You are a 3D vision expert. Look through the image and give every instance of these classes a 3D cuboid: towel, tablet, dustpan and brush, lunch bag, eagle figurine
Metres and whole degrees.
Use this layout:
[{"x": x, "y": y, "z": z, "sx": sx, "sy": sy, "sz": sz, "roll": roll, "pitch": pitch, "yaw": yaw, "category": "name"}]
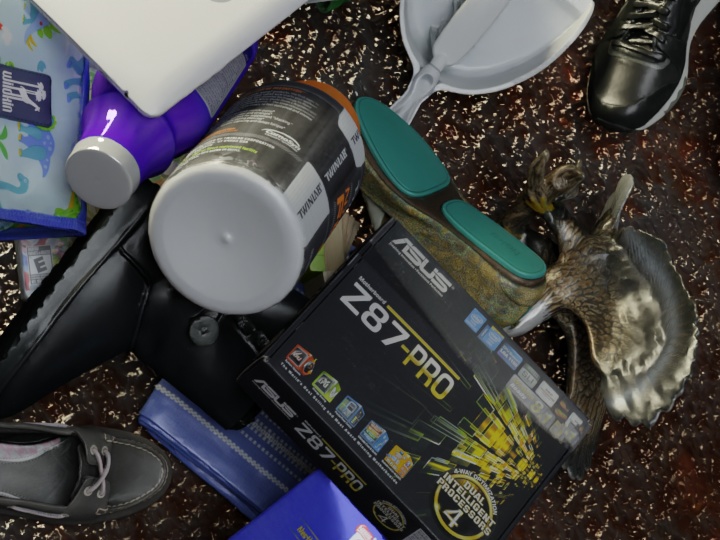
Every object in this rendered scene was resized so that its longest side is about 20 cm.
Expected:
[{"x": -0.049, "y": 0.072, "z": 1.678, "sx": 0.145, "sy": 0.024, "sz": 0.200, "roll": 39, "pitch": 70, "yaw": -10, "category": "towel"}, {"x": -0.107, "y": -0.198, "z": 1.559, "sx": 0.200, "sy": 0.014, "sz": 0.130, "roll": -40, "pitch": 77, "yaw": -22, "category": "tablet"}, {"x": 0.064, "y": -0.160, "z": 1.723, "sx": 0.139, "sy": 0.057, "sz": 0.200, "roll": 38, "pitch": 96, "yaw": -10, "category": "dustpan and brush"}, {"x": -0.274, "y": -0.107, "z": 1.552, "sx": 0.199, "sy": 0.127, "sz": 0.171, "roll": 3, "pitch": 81, "yaw": -17, "category": "lunch bag"}, {"x": 0.161, "y": 0.030, "z": 1.697, "sx": 0.151, "sy": 0.152, "sz": 0.201, "roll": -35, "pitch": 77, "yaw": 15, "category": "eagle figurine"}]

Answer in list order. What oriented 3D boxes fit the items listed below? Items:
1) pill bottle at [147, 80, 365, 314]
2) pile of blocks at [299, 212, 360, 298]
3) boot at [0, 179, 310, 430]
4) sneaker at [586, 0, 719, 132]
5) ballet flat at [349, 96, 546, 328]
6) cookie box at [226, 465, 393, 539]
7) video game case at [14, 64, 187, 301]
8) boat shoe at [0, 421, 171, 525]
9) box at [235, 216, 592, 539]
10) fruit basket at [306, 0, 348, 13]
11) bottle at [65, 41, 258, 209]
[{"x": -0.059, "y": -0.059, "z": 1.566, "sx": 0.106, "sy": 0.106, "sz": 0.200, "roll": 48, "pitch": 29, "yaw": -9, "category": "pill bottle"}, {"x": 0.000, "y": 0.000, "z": 1.663, "sx": 0.199, "sy": 0.062, "sz": 0.083, "roll": 25, "pitch": 72, "yaw": -14, "category": "pile of blocks"}, {"x": -0.143, "y": 0.057, "z": 1.594, "sx": 0.168, "sy": 0.076, "sz": 0.200, "roll": 40, "pitch": 85, "yaw": -13, "category": "boot"}, {"x": 0.216, "y": -0.199, "z": 1.763, "sx": 0.075, "sy": 0.088, "sz": 0.201, "roll": 17, "pitch": 66, "yaw": 25, "category": "sneaker"}, {"x": 0.046, "y": -0.035, "z": 1.662, "sx": 0.071, "sy": 0.071, "sz": 0.200, "roll": -37, "pitch": 69, "yaw": -20, "category": "ballet flat"}, {"x": -0.046, "y": 0.253, "z": 1.582, "sx": 0.200, "sy": 0.075, "sz": 0.171, "roll": -38, "pitch": 87, "yaw": -2, "category": "cookie box"}, {"x": -0.175, "y": -0.085, "z": 1.649, "sx": 0.142, "sy": 0.018, "sz": 0.201, "roll": -5, "pitch": 85, "yaw": -21, "category": "video game case"}, {"x": -0.217, "y": 0.134, "z": 1.583, "sx": 0.199, "sy": 0.057, "sz": 0.067, "roll": 6, "pitch": 84, "yaw": -19, "category": "boat shoe"}, {"x": 0.038, "y": 0.088, "z": 1.579, "sx": 0.200, "sy": 0.049, "sz": 0.161, "roll": 47, "pitch": 51, "yaw": -3, "category": "box"}, {"x": -0.072, "y": -0.245, "z": 1.648, "sx": 0.199, "sy": 0.094, "sz": 0.186, "roll": -13, "pitch": 57, "yaw": -24, "category": "fruit basket"}, {"x": -0.134, "y": -0.116, "z": 1.579, "sx": 0.084, "sy": 0.065, "sz": 0.200, "roll": 44, "pitch": 40, "yaw": -15, "category": "bottle"}]
